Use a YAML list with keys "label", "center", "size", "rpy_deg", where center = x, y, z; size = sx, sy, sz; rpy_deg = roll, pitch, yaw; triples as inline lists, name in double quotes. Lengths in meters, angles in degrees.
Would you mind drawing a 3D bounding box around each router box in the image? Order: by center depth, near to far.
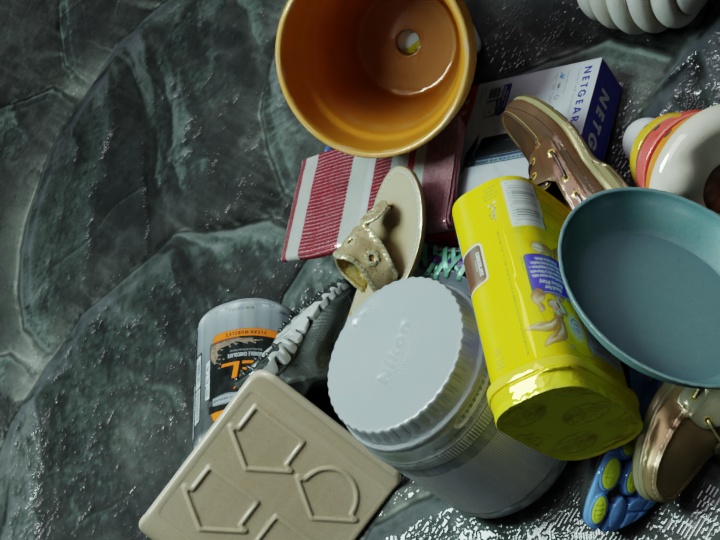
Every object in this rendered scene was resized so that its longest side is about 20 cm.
- label: "router box"
  center: [0.160, -0.111, 1.417]
  size: [0.178, 0.049, 0.202]
  rpy_deg: [-8, 51, 39]

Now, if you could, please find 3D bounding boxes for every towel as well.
- label: "towel"
  center: [0.015, -0.081, 1.451]
  size: [0.198, 0.023, 0.146]
  rpy_deg: [-12, 48, 28]

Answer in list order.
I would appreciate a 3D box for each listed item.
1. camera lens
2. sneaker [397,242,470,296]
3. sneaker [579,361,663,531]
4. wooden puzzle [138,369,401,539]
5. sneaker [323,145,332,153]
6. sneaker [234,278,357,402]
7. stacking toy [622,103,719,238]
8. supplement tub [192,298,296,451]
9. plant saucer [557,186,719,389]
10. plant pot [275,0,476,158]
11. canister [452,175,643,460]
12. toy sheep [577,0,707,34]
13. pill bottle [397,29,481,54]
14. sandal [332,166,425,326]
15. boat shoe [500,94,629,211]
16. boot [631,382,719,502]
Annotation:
- label: "camera lens"
  center: [0.086, 0.116, 1.228]
  size: [0.159, 0.200, 0.162]
  rpy_deg: [-23, 49, 29]
- label: "sneaker"
  center: [0.086, 0.004, 1.365]
  size: [0.199, 0.087, 0.075]
  rpy_deg: [-12, 52, 50]
- label: "sneaker"
  center: [0.226, 0.130, 1.202]
  size: [0.082, 0.070, 0.202]
  rpy_deg: [-23, 48, 57]
- label: "wooden puzzle"
  center: [-0.087, 0.219, 1.347]
  size: [0.201, 0.185, 0.046]
  rpy_deg: [-51, 15, 4]
- label: "sneaker"
  center: [-0.003, -0.071, 1.534]
  size: [0.075, 0.078, 0.201]
  rpy_deg: [-38, 43, 17]
- label: "sneaker"
  center: [-0.047, 0.087, 1.419]
  size: [0.066, 0.091, 0.200]
  rpy_deg: [-35, 10, 42]
- label: "stacking toy"
  center: [0.290, -0.097, 1.267]
  size: [0.147, 0.146, 0.200]
  rpy_deg: [-49, 25, 3]
- label: "supplement tub"
  center: [-0.115, 0.141, 1.456]
  size: [0.122, 0.122, 0.202]
  rpy_deg: [-26, 48, 27]
- label: "plant saucer"
  center: [0.244, 0.020, 1.106]
  size: [0.036, 0.197, 0.202]
  rpy_deg: [112, 158, -47]
- label: "plant pot"
  center: [0.031, -0.231, 1.442]
  size: [0.199, 0.201, 0.183]
  rpy_deg: [-34, 4, 19]
- label: "canister"
  center: [0.150, 0.038, 1.141]
  size: [0.086, 0.148, 0.202]
  rpy_deg: [-28, 54, 27]
- label: "toy sheep"
  center: [0.286, -0.303, 1.391]
  size: [0.199, 0.138, 0.139]
  rpy_deg: [18, 75, 42]
- label: "pill bottle"
  center: [0.030, -0.242, 1.597]
  size: [0.199, 0.111, 0.112]
  rpy_deg: [-34, 44, 20]
- label: "sandal"
  center: [0.004, 0.001, 1.352]
  size: [0.077, 0.069, 0.215]
  rpy_deg: [21, 101, 47]
- label: "boat shoe"
  center: [0.182, -0.088, 1.280]
  size: [0.067, 0.072, 0.201]
  rpy_deg: [-32, 53, -5]
- label: "boot"
  center: [0.321, 0.119, 1.106]
  size: [0.201, 0.073, 0.155]
  rpy_deg: [-52, 40, -12]
